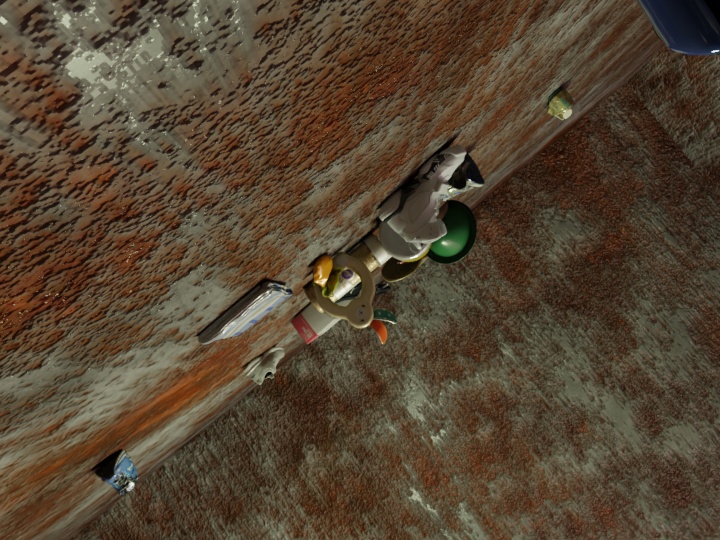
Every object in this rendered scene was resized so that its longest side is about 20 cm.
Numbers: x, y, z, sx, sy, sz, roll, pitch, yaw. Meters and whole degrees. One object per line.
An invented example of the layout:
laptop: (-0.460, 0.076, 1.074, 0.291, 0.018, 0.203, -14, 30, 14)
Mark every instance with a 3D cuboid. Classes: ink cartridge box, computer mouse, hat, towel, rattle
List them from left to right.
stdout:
towel: (-0.188, 0.073, 1.009, 0.146, 0.024, 0.200, -39, 175, 1)
ink cartridge box: (-0.080, 0.100, 1.671, 0.199, 0.083, 0.146, -41, 174, 21)
rattle: (-0.003, 0.054, 1.161, 0.129, 0.201, 0.143, -35, 174, -23)
computer mouse: (0.105, 0.089, 3.143, 0.198, 0.047, 0.140, -15, 162, -49)
hat: (0.200, -0.110, 1.542, 0.162, 0.205, 0.175, -8, 165, 26)

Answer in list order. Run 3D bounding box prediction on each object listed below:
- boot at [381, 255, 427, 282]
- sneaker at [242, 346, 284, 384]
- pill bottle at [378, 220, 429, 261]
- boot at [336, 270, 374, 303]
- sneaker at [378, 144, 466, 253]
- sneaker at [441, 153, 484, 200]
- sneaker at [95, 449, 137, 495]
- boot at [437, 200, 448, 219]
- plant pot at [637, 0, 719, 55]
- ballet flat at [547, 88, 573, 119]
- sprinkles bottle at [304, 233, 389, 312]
boot: (0.136, -0.026, 1.737, 0.199, 0.073, 0.155, -38, 177, -11)
sneaker: (-0.300, 0.310, 1.909, 0.075, 0.083, 0.199, -41, 175, 27)
pill bottle: (0.102, -0.077, 1.279, 0.112, 0.113, 0.200, -39, 175, 6)
boot: (0.000, -0.001, 1.475, 0.162, 0.074, 0.198, -44, 173, 19)
sneaker: (0.134, -0.125, 1.074, 0.199, 0.116, 0.075, -41, 174, 21)
sneaker: (0.194, -0.192, 1.263, 0.084, 0.078, 0.199, -30, 174, 36)
sneaker: (-0.585, 0.499, 1.463, 0.078, 0.090, 0.200, -38, 174, -15)
boot: (0.196, -0.175, 1.445, 0.186, 0.064, 0.201, -38, 171, -35)
plant pot: (0.232, -0.248, 0.324, 0.199, 0.202, 0.179, -34, 180, -40)
ballet flat: (0.527, -0.428, 1.558, 0.070, 0.071, 0.200, -40, 175, 19)
sprinkles bottle: (-0.029, 0.006, 1.309, 0.199, 0.069, 0.068, -39, 175, 1)
